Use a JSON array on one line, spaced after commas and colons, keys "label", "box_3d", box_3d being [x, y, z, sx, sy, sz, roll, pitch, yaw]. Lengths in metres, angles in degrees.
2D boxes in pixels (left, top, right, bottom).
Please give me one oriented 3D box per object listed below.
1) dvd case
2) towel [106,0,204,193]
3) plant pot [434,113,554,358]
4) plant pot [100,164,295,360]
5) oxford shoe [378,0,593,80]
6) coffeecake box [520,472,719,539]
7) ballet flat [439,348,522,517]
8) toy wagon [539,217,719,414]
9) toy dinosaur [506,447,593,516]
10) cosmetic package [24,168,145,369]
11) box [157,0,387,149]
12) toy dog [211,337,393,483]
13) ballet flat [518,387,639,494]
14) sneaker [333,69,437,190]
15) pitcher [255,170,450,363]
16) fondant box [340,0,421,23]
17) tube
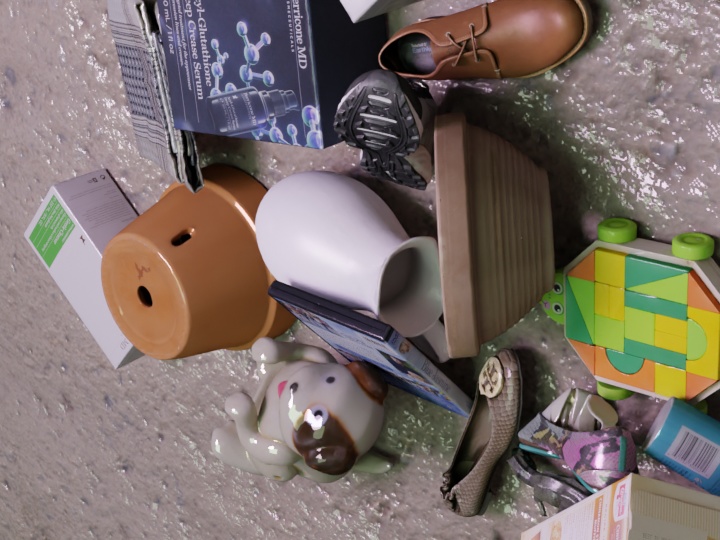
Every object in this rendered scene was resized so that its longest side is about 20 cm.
[{"label": "dvd case", "box_3d": [0.014, 0.075, 1.231, 0.142, 0.018, 0.200, 21, 166, 36]}, {"label": "towel", "box_3d": [-0.217, -0.189, 1.359, 0.200, 0.034, 0.194, -148, 47, -61]}, {"label": "plant pot", "box_3d": [0.112, -0.031, 1.097, 0.092, 0.201, 0.203, -3, 111, 4]}, {"label": "plant pot", "box_3d": [-0.177, 0.005, 1.388, 0.199, 0.140, 0.202, 21, 124, 36]}, {"label": "oxford shoe", "box_3d": [0.099, -0.185, 1.086, 0.199, 0.071, 0.072, -7, 103, 43]}, {"label": "coffeecake box", "box_3d": [0.234, 0.239, 1.061, 0.152, 0.074, 0.200, 16, 152, -12]}, {"label": "ballet flat", "box_3d": [0.111, 0.155, 1.237, 0.068, 0.046, 0.201, -99, 17, -50]}, {"label": "toy wagon", "box_3d": [0.220, 0.037, 1.096, 0.199, 0.039, 0.157, 15, 118, 39]}, {"label": "toy dinosaur", "box_3d": [0.204, 0.217, 1.178, 0.199, 0.047, 0.089, 14, 140, 51]}, {"label": "cosmetic package", "box_3d": [-0.289, -0.003, 1.531, 0.201, 0.085, 0.108, 53, 133, 12]}, {"label": "box", "box_3d": [-0.080, -0.204, 1.219, 0.199, 0.107, 0.150, 11, 116, 39]}, {"label": "toy dog", "box_3d": [-0.046, 0.152, 1.300, 0.194, 0.140, 0.200, 40, 160, -3]}, {"label": "ballet flat", "box_3d": [0.189, 0.139, 1.126, 0.200, 0.068, 0.072, -163, 84, -79]}, {"label": "sneaker", "box_3d": [0.027, -0.132, 1.107, 0.073, 0.200, 0.080, 15, 81, 10]}, {"label": "pitcher", "box_3d": [0.000, 0.000, 1.235, 0.199, 0.121, 0.172, 31, 157, 43]}, {"label": "fondant box", "box_3d": [0.082, -0.263, 0.968, 0.144, 0.199, 0.059, -37, 85, 46]}, {"label": "tube", "box_3d": [0.321, 0.172, 1.042, 0.199, 0.050, 0.078, 31, 136, 7]}]
